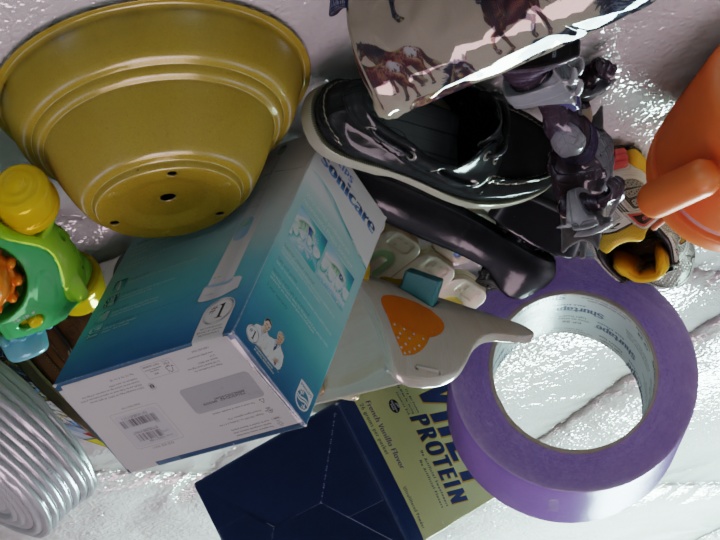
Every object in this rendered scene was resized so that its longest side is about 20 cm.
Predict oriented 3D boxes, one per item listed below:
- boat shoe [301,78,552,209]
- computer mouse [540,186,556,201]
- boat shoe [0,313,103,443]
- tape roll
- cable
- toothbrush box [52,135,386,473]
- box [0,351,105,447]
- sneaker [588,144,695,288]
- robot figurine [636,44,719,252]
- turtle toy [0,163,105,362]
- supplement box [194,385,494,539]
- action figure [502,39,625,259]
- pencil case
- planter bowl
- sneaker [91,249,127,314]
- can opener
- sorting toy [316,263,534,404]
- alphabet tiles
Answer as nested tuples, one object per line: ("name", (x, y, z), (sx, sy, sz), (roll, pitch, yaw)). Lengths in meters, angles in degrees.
("boat shoe", (0.062, -0.091, 1.120), (0.198, 0.075, 0.066), (15, 156, -29))
("computer mouse", (0.126, -0.039, 1.307), (0.058, 0.034, 0.200), (-13, 156, 2))
("boat shoe", (-0.213, 0.051, 1.231), (0.068, 0.072, 0.200), (-49, 120, -10))
("tape roll", (0.169, 0.096, 1.413), (0.198, 0.201, 0.085), (-9, 155, -3))
("cable", (-0.280, 0.110, 1.244), (0.199, 0.069, 0.200), (34, 156, 8))
("toothbrush box", (-0.085, 0.017, 1.113), (0.146, 0.201, 0.085), (-18, 124, 31))
("box", (-0.215, 0.094, 1.361), (0.199, 0.038, 0.136), (23, 154, -30))
("sneaker", (0.207, -0.020, 1.322), (0.077, 0.083, 0.200), (-21, 155, 21))
("robot figurine", (0.259, -0.085, 1.163), (0.116, 0.145, 0.200), (22, 151, -2))
("turtle toy", (-0.260, -0.008, 1.098), (0.199, 0.102, 0.146), (17, 155, 19))
("supplement box", (0.005, 0.181, 1.527), (0.199, 0.135, 0.199), (-31, 173, 39))
("action figure", (0.132, -0.091, 1.097), (0.069, 0.131, 0.200), (-18, 144, 17))
("pencil case", (0.084, -0.161, 0.966), (0.199, 0.090, 0.078), (-23, 159, 20))
("planter bowl", (-0.122, -0.076, 1.066), (0.199, 0.084, 0.201), (-9, 155, -4))
("sneaker", (-0.152, 0.036, 1.333), (0.086, 0.075, 0.200), (-9, 152, 27))
("can opener", (0.061, -0.036, 1.222), (0.199, 0.079, 0.063), (20, -176, -22))
("sorting toy", (0.024, 0.049, 1.257), (0.179, 0.108, 0.199), (6, 164, -39))
("alphabet tiles", (0.000, 0.000, 1.285), (0.195, 0.015, 0.200), (-37, 132, 24))
